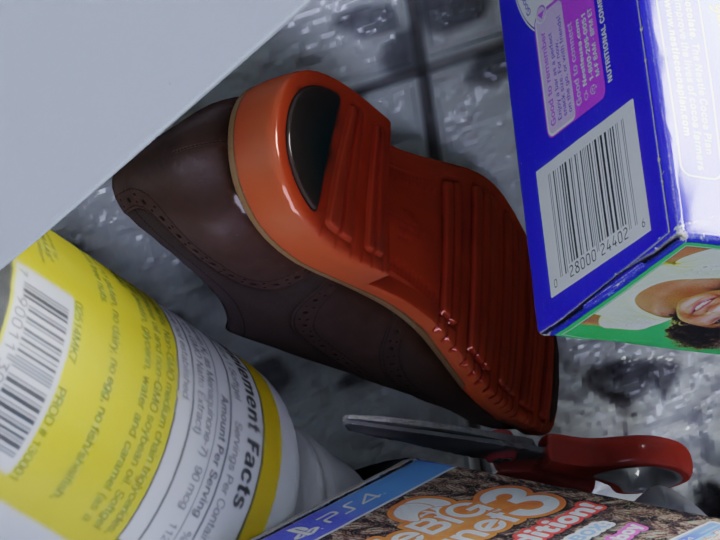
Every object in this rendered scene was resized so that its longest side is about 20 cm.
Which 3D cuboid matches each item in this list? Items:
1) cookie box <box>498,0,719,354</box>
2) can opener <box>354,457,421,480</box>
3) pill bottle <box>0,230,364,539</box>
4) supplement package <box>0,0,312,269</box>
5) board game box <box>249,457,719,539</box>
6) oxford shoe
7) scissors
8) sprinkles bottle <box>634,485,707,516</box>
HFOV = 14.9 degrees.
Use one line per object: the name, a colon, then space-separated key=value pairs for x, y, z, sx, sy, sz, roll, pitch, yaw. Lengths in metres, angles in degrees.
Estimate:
cookie box: x=0.143 y=-0.062 z=0.805 sx=0.199 sy=0.172 sz=0.075 roll=6 pitch=156 yaw=-28
can opener: x=-0.041 y=0.145 z=0.944 sx=0.200 sy=0.079 sz=0.063 roll=-35 pitch=125 yaw=17
pill bottle: x=-0.091 y=0.057 z=0.826 sx=0.114 sy=0.114 sz=0.200 roll=-44 pitch=129 yaw=11
supplement package: x=-0.056 y=-0.129 z=0.645 sx=0.200 sy=0.111 sz=0.156 roll=-39 pitch=98 yaw=20
board game box: x=0.069 y=0.156 z=0.784 sx=0.097 sy=0.199 sz=0.160 roll=-23 pitch=114 yaw=-47
oxford shoe: x=0.000 y=0.000 z=0.871 sx=0.072 sy=0.072 sz=0.200 roll=-13 pitch=146 yaw=29
scissors: x=0.056 y=0.056 z=0.893 sx=0.073 sy=0.014 sz=0.200 roll=-10 pitch=164 yaw=17
sprinkles bottle: x=0.052 y=0.162 z=0.923 sx=0.200 sy=0.068 sz=0.068 roll=-45 pitch=130 yaw=11
